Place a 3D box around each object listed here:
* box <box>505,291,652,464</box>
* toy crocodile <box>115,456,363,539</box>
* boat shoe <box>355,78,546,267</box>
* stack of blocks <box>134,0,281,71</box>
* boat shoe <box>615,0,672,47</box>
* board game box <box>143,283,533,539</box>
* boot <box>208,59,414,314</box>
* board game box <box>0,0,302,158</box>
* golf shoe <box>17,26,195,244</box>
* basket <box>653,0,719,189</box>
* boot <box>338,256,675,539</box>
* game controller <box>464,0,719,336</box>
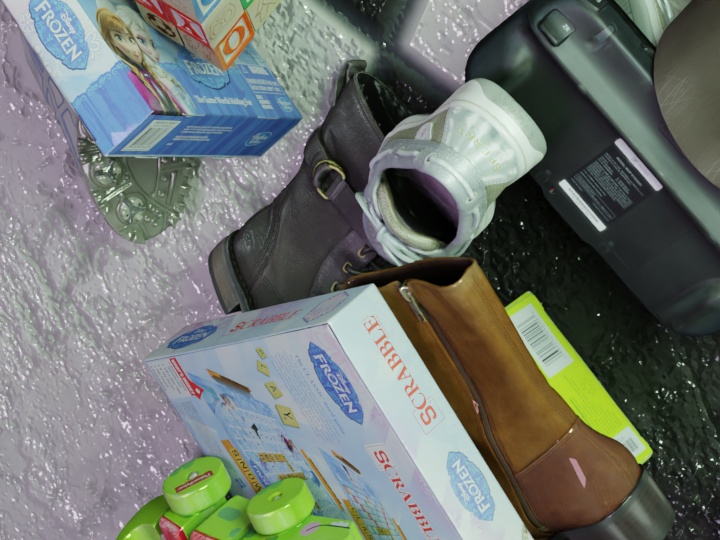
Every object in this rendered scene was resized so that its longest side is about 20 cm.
[{"bbox_3d":[0.068,0.114,1.651,0.122,0.048,0.200,53,133,5],"label":"box"},{"bbox_3d":[-0.065,0.155,1.564,0.200,0.062,0.068,8,130,48],"label":"toy crocodile"},{"bbox_3d":[0.036,-0.041,1.468,0.074,0.065,0.202,47,158,-3],"label":"boat shoe"},{"bbox_3d":[-0.046,-0.219,1.475,0.059,0.200,0.115,33,167,20],"label":"stack of blocks"},{"bbox_3d":[0.145,-0.094,1.470,0.074,0.065,0.202,-8,112,26],"label":"boat shoe"},{"bbox_3d":[-0.008,0.110,1.545,0.199,0.041,0.200,-12,114,55],"label":"board game box"},{"bbox_3d":[0.000,0.000,1.610,0.174,0.069,0.200,-46,65,33],"label":"boot"},{"bbox_3d":[-0.139,-0.154,1.566,0.043,0.200,0.199,-40,78,19],"label":"board game box"},{"bbox_3d":[-0.165,-0.116,1.723,0.097,0.078,0.200,15,124,63],"label":"golf shoe"},{"bbox_3d":[0.245,-0.123,1.332,0.200,0.136,0.181,-36,62,49],"label":"basket"},{"bbox_3d":[0.051,0.086,1.519,0.200,0.069,0.188,49,152,-19],"label":"boot"},{"bbox_3d":[0.141,-0.055,1.427,0.200,0.042,0.104,49,138,-5],"label":"game controller"}]
